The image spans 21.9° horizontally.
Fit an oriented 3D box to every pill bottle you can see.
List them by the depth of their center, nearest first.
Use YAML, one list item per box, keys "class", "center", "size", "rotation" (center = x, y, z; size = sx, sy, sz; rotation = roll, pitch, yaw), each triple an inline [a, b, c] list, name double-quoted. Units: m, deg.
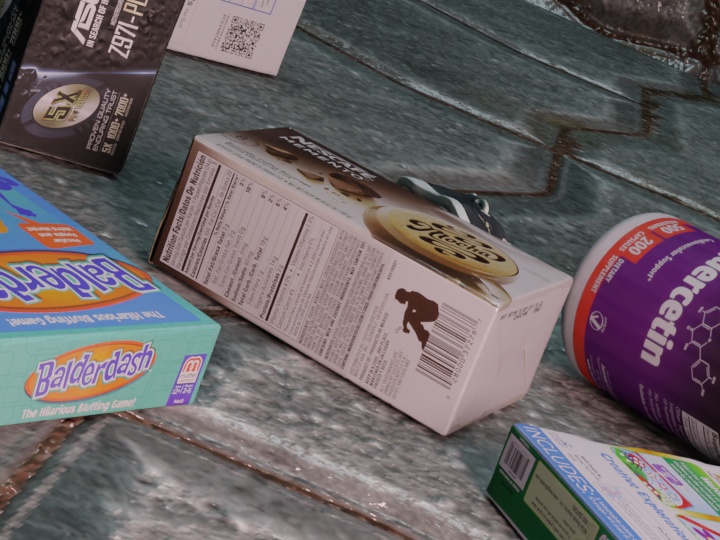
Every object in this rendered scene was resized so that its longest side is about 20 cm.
- class: "pill bottle"
  center: [0.214, 0.050, 1.057]
  size: [0.112, 0.114, 0.199]
  rotation: [7, 17, -41]

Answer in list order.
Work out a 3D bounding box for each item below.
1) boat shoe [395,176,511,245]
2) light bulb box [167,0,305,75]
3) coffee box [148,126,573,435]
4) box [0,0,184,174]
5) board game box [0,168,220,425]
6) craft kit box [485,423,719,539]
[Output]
- class: "boat shoe"
  center: [0.065, -0.012, 1.150]
  size: [0.060, 0.076, 0.200]
  rotation: [11, 20, -16]
- class: "light bulb box"
  center: [-0.140, -0.290, 1.536]
  size: [0.198, 0.200, 0.125]
  rotation: [11, 21, -37]
- class: "coffee box"
  center: [0.000, 0.000, 1.016]
  size: [0.199, 0.081, 0.113]
  rotation: [29, 19, 22]
- class: "box"
  center: [-0.173, -0.188, 1.165]
  size: [0.085, 0.202, 0.164]
  rotation: [14, 18, -26]
- class: "board game box"
  center: [-0.184, -0.001, 0.843]
  size: [0.199, 0.045, 0.151]
  rotation: [33, 19, 30]
- class: "craft kit box"
  center: [0.184, 0.149, 0.857]
  size: [0.196, 0.049, 0.200]
  rotation: [11, 20, -27]
